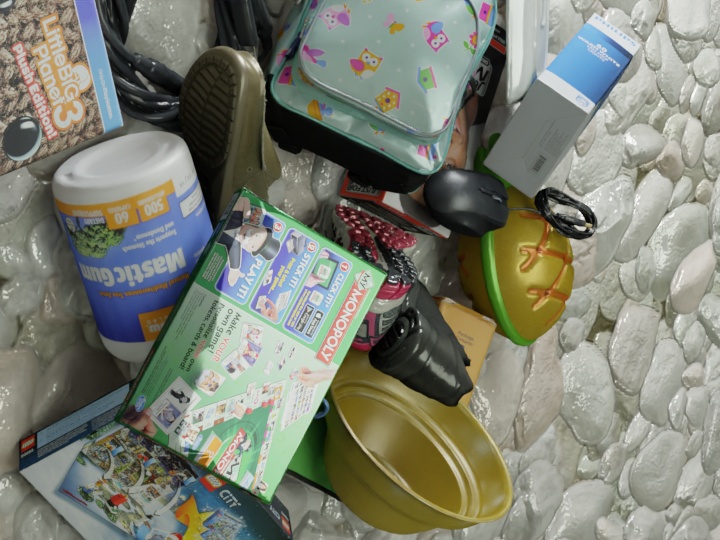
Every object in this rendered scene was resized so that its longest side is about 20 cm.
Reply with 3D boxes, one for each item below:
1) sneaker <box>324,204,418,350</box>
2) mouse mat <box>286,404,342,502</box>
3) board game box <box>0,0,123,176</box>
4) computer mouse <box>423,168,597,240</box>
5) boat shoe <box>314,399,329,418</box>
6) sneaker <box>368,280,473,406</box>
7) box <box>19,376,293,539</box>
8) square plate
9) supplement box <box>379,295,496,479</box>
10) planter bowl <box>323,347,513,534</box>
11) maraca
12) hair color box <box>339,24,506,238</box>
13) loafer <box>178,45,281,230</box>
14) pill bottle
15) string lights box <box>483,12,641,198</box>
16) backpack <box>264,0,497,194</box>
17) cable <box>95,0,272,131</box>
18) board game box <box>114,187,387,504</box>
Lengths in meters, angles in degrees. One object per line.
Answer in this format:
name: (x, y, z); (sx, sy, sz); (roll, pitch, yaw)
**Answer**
sneaker: (0.000, 0.000, 1.666); (0.080, 0.200, 0.075); (23, 108, -6)
mouse mat: (-0.030, 0.108, 1.690); (0.200, 0.007, 0.162); (40, 58, -63)
board game box: (-0.290, -0.149, 1.389); (0.199, 0.096, 0.161); (-28, 117, -37)
computer mouse: (0.141, -0.059, 1.755); (0.199, 0.034, 0.059); (6, 67, -34)
boat shoe: (-0.060, 0.068, 1.545); (0.084, 0.068, 0.202); (32, 64, -48)
sneaker: (0.050, 0.065, 1.686); (0.091, 0.200, 0.076); (40, 103, -15)
box: (-0.162, 0.178, 1.561); (0.136, 0.038, 0.200); (-28, 127, 11)
square plate: (0.155, -0.254, 1.774); (0.198, 0.028, 0.202); (-32, 124, -78)
supplement box: (0.054, 0.127, 1.791); (0.066, 0.069, 0.201); (26, 81, -28)
planter bowl: (0.030, 0.166, 1.677); (0.200, 0.201, 0.084); (14, 125, -45)
maraca: (0.142, -0.027, 1.827); (0.137, 0.106, 0.202); (-43, 122, -61)
hair color box: (0.061, -0.142, 1.759); (0.101, 0.061, 0.201); (25, 80, -45)
loafer: (-0.102, -0.101, 1.562); (0.067, 0.076, 0.201); (-24, 145, -32)
pill bottle: (-0.163, 0.002, 1.530); (0.112, 0.112, 0.201); (-33, 119, -35)
string lights box: (0.190, -0.155, 1.800); (0.103, 0.059, 0.200); (-58, 175, 32)
backpack: (0.021, -0.191, 1.635); (0.175, 0.153, 0.201); (24, 68, -6)
cable: (-0.153, -0.215, 1.552); (0.163, 0.051, 0.201); (-38, 126, -28)
board game box: (-0.083, 0.058, 1.482); (0.134, 0.029, 0.201); (31, 79, -14)
